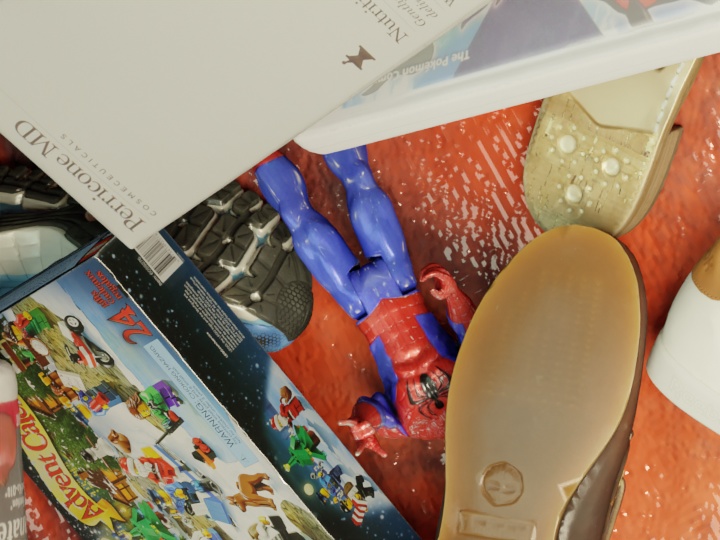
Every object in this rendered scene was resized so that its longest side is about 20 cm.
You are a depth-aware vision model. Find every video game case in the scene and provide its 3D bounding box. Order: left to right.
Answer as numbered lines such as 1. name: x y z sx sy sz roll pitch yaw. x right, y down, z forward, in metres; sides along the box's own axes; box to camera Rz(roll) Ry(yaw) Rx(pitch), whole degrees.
1. video game case: 0.059 -0.148 1.039 0.200 0.023 0.182 -13 65 38

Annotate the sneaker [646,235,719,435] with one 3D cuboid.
1. sneaker: 0.198 0.050 1.028 0.200 0.073 0.085 32 119 23

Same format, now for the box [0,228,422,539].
1. box: -0.073 0.081 1.174 0.200 0.038 0.137 51 138 -10

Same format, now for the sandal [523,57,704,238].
1. sandal: 0.095 -0.104 1.057 0.078 0.070 0.212 22 113 26

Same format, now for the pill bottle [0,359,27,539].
1. pill bottle: -0.187 0.138 1.136 0.111 0.111 0.200 -3 91 33

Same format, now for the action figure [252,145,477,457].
1. action figure: 0.000 0.000 1.125 0.065 0.099 0.200 -30 87 5

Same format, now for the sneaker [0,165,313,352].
1. sneaker: -0.102 0.010 1.223 0.200 0.078 0.090 9 126 33

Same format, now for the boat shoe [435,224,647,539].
1. boat shoe: 0.067 0.080 1.101 0.070 0.070 0.200 18 94 19

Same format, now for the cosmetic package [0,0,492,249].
1. cosmetic package: -0.047 -0.107 1.009 0.113 0.081 0.200 41 126 -19
